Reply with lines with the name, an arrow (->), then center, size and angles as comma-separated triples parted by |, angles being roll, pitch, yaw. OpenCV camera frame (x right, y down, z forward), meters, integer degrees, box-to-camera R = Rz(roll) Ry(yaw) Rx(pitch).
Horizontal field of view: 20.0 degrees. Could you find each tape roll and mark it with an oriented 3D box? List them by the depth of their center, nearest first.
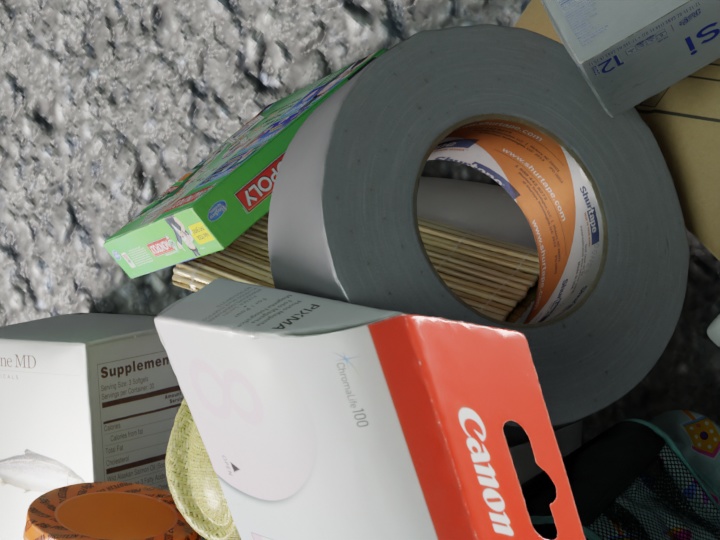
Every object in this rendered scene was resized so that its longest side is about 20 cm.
tape roll -> 0.059, -0.016, 0.990 | 0.066, 0.200, 0.201 | -31, 78, 61

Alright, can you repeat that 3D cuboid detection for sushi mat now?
sushi mat -> 0.000, 0.000, 1.083 | 0.200, 0.096, 0.012 | 18, 141, 36

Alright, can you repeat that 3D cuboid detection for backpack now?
backpack -> 0.148, 0.182, 1.011 | 0.200, 0.153, 0.176 | 53, 141, 5

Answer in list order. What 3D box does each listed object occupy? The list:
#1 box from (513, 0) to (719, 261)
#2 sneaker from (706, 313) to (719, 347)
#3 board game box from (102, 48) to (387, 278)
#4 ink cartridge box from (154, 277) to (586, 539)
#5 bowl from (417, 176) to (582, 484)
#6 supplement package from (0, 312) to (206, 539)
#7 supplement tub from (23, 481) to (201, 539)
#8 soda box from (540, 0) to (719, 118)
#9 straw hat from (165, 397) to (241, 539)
box -> 0.181, -0.116, 1.023 | 0.200, 0.021, 0.164 | 48, 115, 29
sneaker -> 0.258, 0.004, 0.926 | 0.099, 0.200, 0.071 | 57, 168, 9
board game box -> -0.060, -0.054, 1.108 | 0.029, 0.135, 0.200 | 51, 163, -9
ink cartridge box -> 0.006, 0.091, 0.923 | 0.200, 0.057, 0.163 | 13, 129, 50
bowl -> 0.022, 0.049, 1.154 | 0.200, 0.075, 0.200 | 6, 100, 37
supplement package -> -0.165, 0.132, 1.273 | 0.117, 0.117, 0.201 | 1, 97, 38
supplement tub -> -0.143, 0.228, 1.141 | 0.122, 0.122, 0.200 | 15, 108, 33
soda box -> 0.183, -0.155, 0.955 | 0.200, 0.068, 0.064 | -30, 63, 9
straw hat -> -0.055, 0.100, 1.081 | 0.201, 0.085, 0.202 | -11, 77, 54
